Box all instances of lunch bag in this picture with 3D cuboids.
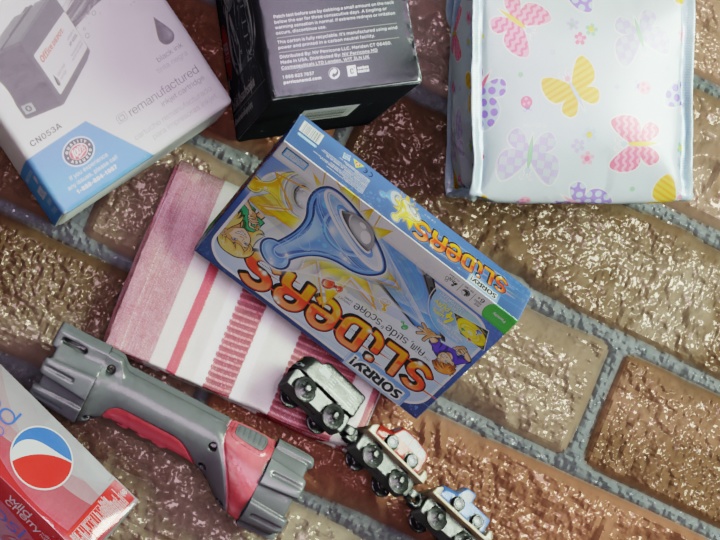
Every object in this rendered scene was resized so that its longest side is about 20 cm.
[{"bbox_3d":[0.149,-0.149,1.645,0.168,0.127,0.202,-1,95,-8],"label":"lunch bag"}]

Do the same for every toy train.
[{"bbox_3d":[0.022,0.133,1.629,0.200,0.034,0.046,45,60,-15],"label":"toy train"}]

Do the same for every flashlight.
[{"bbox_3d":[-0.133,0.114,1.603,0.199,0.068,0.068,27,72,-3],"label":"flashlight"}]

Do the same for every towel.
[{"bbox_3d":[-0.068,0.027,1.641,0.199,0.023,0.145,24,79,-9],"label":"towel"}]

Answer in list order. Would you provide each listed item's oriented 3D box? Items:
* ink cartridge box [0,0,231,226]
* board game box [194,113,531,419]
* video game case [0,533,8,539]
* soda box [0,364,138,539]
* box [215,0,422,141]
[{"bbox_3d":[-0.205,-0.156,1.597,0.145,0.084,0.201,-34,92,-11],"label":"ink cartridge box"},{"bbox_3d":[0.000,0.000,1.583,0.199,0.135,0.035,37,43,-6],"label":"board game box"},{"bbox_3d":[-0.356,0.223,1.570,0.181,0.022,0.201,31,81,-7],"label":"video game case"},{"bbox_3d":[-0.250,0.118,1.566,0.200,0.070,0.063,45,52,-3],"label":"soda box"},{"bbox_3d":[-0.039,-0.196,1.574,0.103,0.200,0.184,-7,86,-10],"label":"box"}]
